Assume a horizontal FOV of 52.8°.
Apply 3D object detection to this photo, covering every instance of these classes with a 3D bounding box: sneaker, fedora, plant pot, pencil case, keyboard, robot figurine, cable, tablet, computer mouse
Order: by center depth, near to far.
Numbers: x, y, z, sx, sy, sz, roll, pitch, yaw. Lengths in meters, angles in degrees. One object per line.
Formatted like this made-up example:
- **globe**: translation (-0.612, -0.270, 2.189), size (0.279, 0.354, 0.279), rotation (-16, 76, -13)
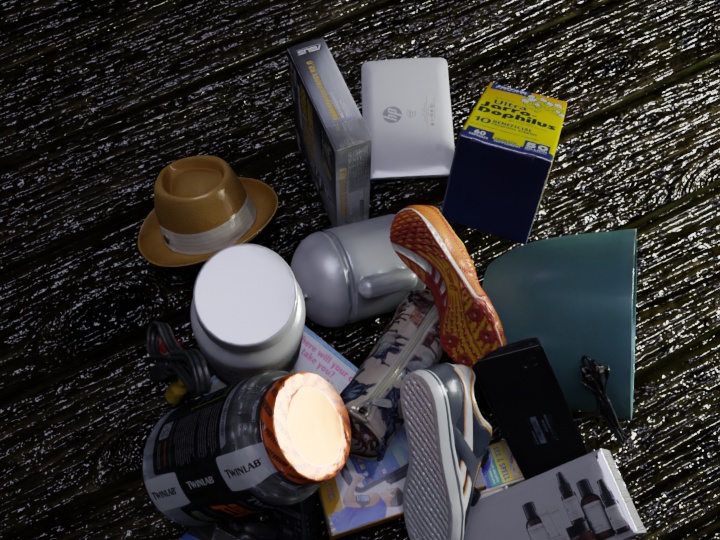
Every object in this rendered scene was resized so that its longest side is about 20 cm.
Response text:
- **sneaker**: translation (0.089, 0.190, 0.715), size (0.079, 0.204, 0.078), rotation (-12, 16, -37)
- **keyboard**: translation (0.203, 0.150, 0.731), size (0.125, 0.202, 0.021), rotation (-17, 25, 24)
- **sneaker**: translation (-0.106, 0.325, 0.753), size (0.198, 0.077, 0.112), rotation (30, 84, 23)
- **sneaker**: translation (0.105, 0.018, 0.754), size (0.072, 0.077, 0.203), rotation (-28, 85, 36)
- **pencil case**: translation (0.038, 0.105, 0.767), size (0.078, 0.089, 0.201), rotation (40, 55, -2)
- **computer mouse**: translation (-0.072, 0.209, 0.780), size (0.058, 0.204, 0.034), rotation (11, 18, 39)
- **cable**: translation (-0.196, 0.097, 0.804), size (0.050, 0.199, 0.099), rotation (-4, 81, -32)
- **plant pot**: translation (0.220, 0.056, 0.805), size (0.158, 0.201, 0.204), rotation (1, 64, 22)
- **robot figurine**: translation (0.000, 0.000, 0.866), size (0.197, 0.169, 0.115), rotation (-15, 104, -23)
- **fedora**: translation (-0.202, -0.088, 0.909), size (0.197, 0.083, 0.202), rotation (-11, 36, 8)
- **tablet**: translation (0.066, -0.219, 1.033), size (0.128, 0.014, 0.203), rotation (-2, 65, 2)

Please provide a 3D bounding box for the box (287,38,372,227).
- **box**: translation (-0.038, -0.158, 0.908), size (0.048, 0.201, 0.160), rotation (-19, 66, -10)

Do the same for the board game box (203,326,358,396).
- **board game box**: translation (-0.065, 0.151, 0.837), size (0.199, 0.034, 0.135), rotation (38, 72, 6)

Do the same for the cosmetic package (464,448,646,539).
- **cosmetic package**: translation (0.170, 0.254, 0.722), size (0.198, 0.050, 0.084), rotation (-31, 60, 20)

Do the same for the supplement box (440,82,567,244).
- **supplement box**: translation (0.179, -0.138, 0.889), size (0.107, 0.111, 0.201), rotation (17, 34, 10)

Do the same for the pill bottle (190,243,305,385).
- **pill bottle**: translation (-0.113, 0.052, 0.738), size (0.111, 0.200, 0.115), rotation (2, 72, -6)

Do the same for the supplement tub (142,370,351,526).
- **supplement tub**: translation (-0.110, 0.170, 0.697), size (0.199, 0.121, 0.124), rotation (-26, 57, 38)

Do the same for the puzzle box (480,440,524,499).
- **puzzle box**: translation (0.176, 0.287, 0.787), size (0.131, 0.026, 0.203), rotation (-16, 65, -5)

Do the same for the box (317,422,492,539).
- **box**: translation (0.045, 0.200, 0.788), size (0.197, 0.042, 0.121), rotation (-15, 67, -9)
